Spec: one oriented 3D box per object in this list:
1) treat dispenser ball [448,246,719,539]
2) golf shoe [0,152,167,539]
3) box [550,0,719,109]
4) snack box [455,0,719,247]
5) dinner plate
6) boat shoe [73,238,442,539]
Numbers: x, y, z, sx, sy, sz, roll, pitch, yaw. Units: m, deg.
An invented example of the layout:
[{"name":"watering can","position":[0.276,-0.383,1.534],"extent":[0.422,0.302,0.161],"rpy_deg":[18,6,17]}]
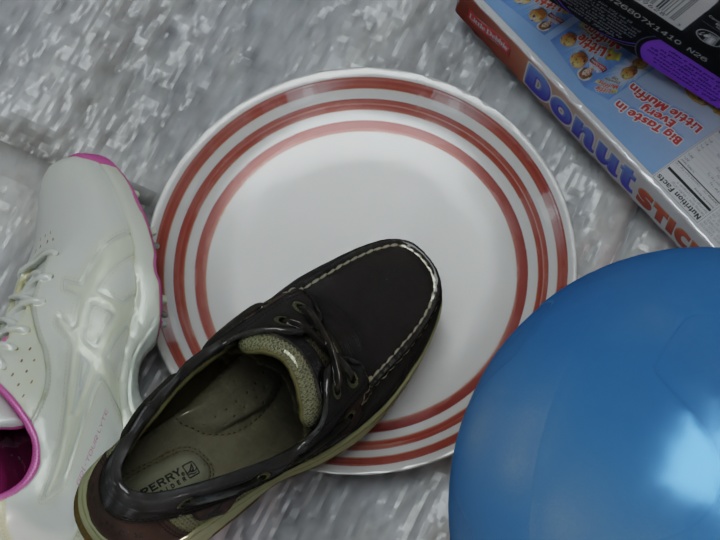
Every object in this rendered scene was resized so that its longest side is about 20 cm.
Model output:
[{"name":"treat dispenser ball","position":[0.133,0.092,0.851],"extent":[0.199,0.201,0.203],"rpy_deg":[-1,66,3]},{"name":"golf shoe","position":[-0.134,0.036,0.946],"extent":[0.091,0.075,0.202],"rpy_deg":[10,60,-32]},{"name":"box","position":[0.183,-0.189,0.969],"extent":[0.122,0.106,0.201],"rpy_deg":[31,75,-7]},{"name":"snack box","position":[0.134,-0.078,1.015],"extent":[0.072,0.024,0.200],"rpy_deg":[-33,69,-21]},{"name":"dinner plate","position":[0.000,0.000,0.996],"extent":[0.198,0.024,0.202],"rpy_deg":[-2,67,4]},{"name":"boat shoe","position":[-0.032,0.051,0.910],"extent":[0.073,0.065,0.200],"rpy_deg":[46,63,4]}]
